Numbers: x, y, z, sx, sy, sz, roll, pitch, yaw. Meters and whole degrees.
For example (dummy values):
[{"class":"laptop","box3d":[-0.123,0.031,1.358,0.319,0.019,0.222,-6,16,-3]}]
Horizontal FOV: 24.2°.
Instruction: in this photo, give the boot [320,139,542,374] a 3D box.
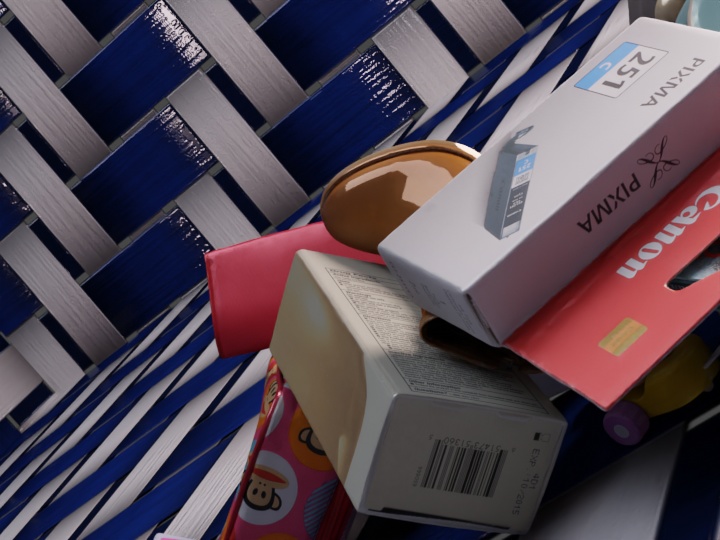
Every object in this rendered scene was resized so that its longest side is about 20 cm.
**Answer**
[{"class":"boot","box3d":[0.052,-0.005,0.947,0.200,0.074,0.155,-1,34,21]}]

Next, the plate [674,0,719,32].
[{"class":"plate","box3d":[0.239,-0.164,0.915,0.200,0.026,0.200,-37,28,23]}]

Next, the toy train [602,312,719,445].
[{"class":"toy train","box3d":[0.180,0.018,0.910,0.200,0.056,0.150,-37,9,29]}]

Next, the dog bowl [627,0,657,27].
[{"class":"dog bowl","box3d":[0.264,-0.183,1.161,0.059,0.200,0.200,0,35,43]}]

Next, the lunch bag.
[{"class":"lunch bag","box3d":[-0.045,0.141,1.066,0.200,0.082,0.176,-77,7,-77]}]

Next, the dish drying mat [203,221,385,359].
[{"class":"dish drying mat","box3d":[0.000,0.000,1.071,0.200,0.077,0.018,-13,-25,10]}]

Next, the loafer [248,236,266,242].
[{"class":"loafer","box3d":[0.010,-0.008,1.159,0.200,0.070,0.070,-6,-43,-27]}]

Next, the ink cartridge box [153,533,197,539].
[{"class":"ink cartridge box","box3d":[-0.116,0.236,0.931,0.200,0.042,0.119,-75,-7,-80]}]

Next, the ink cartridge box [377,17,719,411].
[{"class":"ink cartridge box","box3d":[0.130,-0.038,0.830,0.200,0.045,0.176,-41,30,-12]}]

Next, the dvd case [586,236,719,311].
[{"class":"dvd case","box3d":[0.203,-0.031,0.830,0.146,0.022,0.200,-42,31,-28]}]

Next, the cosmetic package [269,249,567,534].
[{"class":"cosmetic package","box3d":[0.025,0.063,0.941,0.200,0.105,0.071,-125,49,-63]}]

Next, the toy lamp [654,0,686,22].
[{"class":"toy lamp","box3d":[0.200,-0.187,1.060,0.058,0.058,0.200,179,103,-78]}]

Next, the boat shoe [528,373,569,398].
[{"class":"boat shoe","box3d":[0.090,0.062,1.061,0.200,0.072,0.068,-46,8,13]}]
